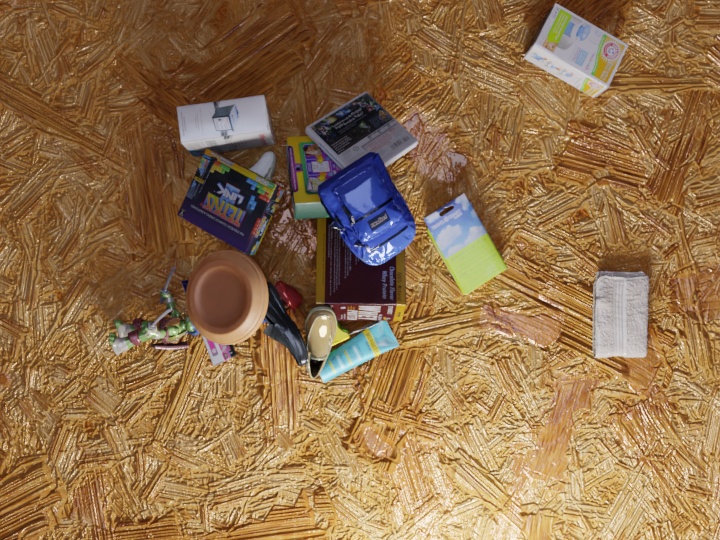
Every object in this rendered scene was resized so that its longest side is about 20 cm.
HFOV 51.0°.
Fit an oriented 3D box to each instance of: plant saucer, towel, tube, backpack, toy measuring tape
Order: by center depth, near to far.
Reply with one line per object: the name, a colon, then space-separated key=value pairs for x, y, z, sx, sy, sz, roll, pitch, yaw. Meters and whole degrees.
backpack: x=0.017 y=-0.113 z=1.542 sx=0.160 sy=0.168 sz=0.203 roll=-30 pitch=104 yaw=3
plant saucer: x=-0.293 y=0.057 z=1.619 sx=0.195 sy=0.037 sz=0.206 roll=-1 pitch=88 yaw=18
toy measuring tape: x=-0.045 y=0.123 z=1.733 sx=0.196 sy=0.074 sz=0.075 roll=-25 pitch=90 yaw=1
tube: x=-0.012 y=0.189 z=1.750 sx=0.197 sy=0.050 sz=0.079 roll=-30 pitch=101 yaw=-6
towel: x=0.612 y=0.103 z=1.772 sx=0.129 sy=0.034 sz=0.206 roll=0 pitch=89 yaw=-1

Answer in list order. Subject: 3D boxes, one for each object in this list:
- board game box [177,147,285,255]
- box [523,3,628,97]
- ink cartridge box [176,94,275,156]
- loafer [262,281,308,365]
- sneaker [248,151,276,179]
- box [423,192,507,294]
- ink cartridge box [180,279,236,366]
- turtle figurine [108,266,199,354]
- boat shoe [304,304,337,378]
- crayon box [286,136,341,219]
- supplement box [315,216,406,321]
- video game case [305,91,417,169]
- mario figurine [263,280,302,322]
board game box: x=-0.290 y=-0.153 z=1.682 sx=0.197 sy=0.057 sz=0.168 roll=27 pitch=93 yaw=17
box: x=0.497 y=-0.506 z=1.745 sx=0.197 sy=0.101 sz=0.114 roll=29 pitch=89 yaw=-1
ink cartridge box: x=-0.299 y=-0.323 z=1.696 sx=0.195 sy=0.146 sz=0.088 roll=-10 pitch=87 yaw=-2
loafer: x=-0.180 y=0.123 z=1.638 sx=0.069 sy=0.068 sz=0.203 roll=-29 pitch=83 yaw=-19
sneaker: x=-0.260 y=-0.190 z=1.735 sx=0.079 sy=0.076 sz=0.203 roll=27 pitch=87 yaw=9
box: x=0.241 y=-0.061 z=1.757 sx=0.120 sy=0.048 sz=0.203 roll=-30 pitch=90 yaw=-3
ink cartridge box: x=-0.343 y=0.111 z=1.712 sx=0.036 sy=0.095 sz=0.204 roll=-23 pitch=89 yaw=8
turtle figurine: x=-0.471 y=0.099 z=1.687 sx=0.189 sy=0.201 sz=0.147 roll=-17 pitch=59 yaw=3
boat shoe: x=-0.088 y=0.161 z=1.637 sx=0.070 sy=0.203 sz=0.077 roll=3 pitch=47 yaw=-4
crayon box: x=-0.074 y=-0.212 z=1.686 sx=0.168 sy=0.059 sz=0.204 roll=-3 pitch=54 yaw=-10
supplement box: x=0.000 y=0.000 z=1.680 sx=0.194 sy=0.133 sz=0.203 roll=0 pitch=71 yaw=-1
video game case: x=0.004 y=-0.301 z=1.701 sx=0.199 sy=0.024 sz=0.182 roll=-37 pitch=74 yaw=-30
mario figurine: x=-0.222 y=0.104 z=1.718 sx=0.196 sy=0.106 sz=0.126 roll=-23 pitch=86 yaw=-18
